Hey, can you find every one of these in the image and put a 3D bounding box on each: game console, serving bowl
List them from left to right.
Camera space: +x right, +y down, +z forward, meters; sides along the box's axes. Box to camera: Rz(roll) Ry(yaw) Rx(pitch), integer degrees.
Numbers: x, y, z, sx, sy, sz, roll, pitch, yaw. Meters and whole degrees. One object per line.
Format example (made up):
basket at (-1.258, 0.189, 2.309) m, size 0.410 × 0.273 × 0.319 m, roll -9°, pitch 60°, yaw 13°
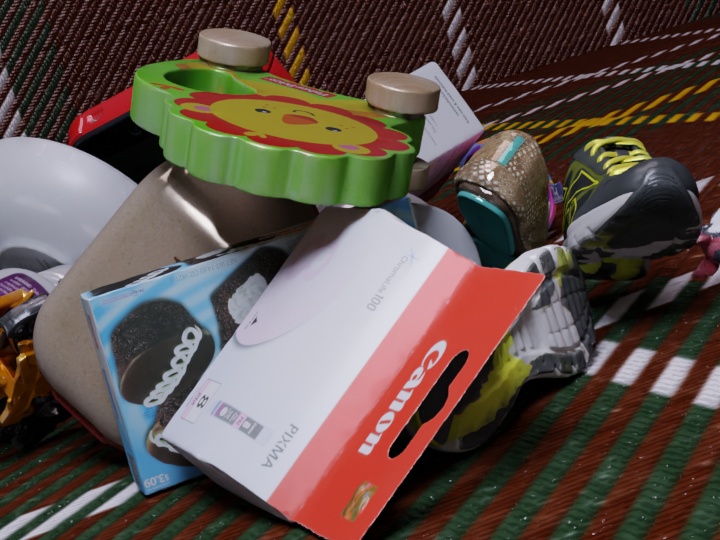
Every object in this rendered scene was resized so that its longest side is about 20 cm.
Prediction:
serving bowl at (-0.244, -0.016, 1.271) m, size 0.199 × 0.200 × 0.066 m, roll -7°, pitch 44°, yaw 40°
game console at (-0.116, -0.086, 1.236) m, size 0.198 × 0.177 × 0.031 m, roll -23°, pitch 40°, yaw 26°

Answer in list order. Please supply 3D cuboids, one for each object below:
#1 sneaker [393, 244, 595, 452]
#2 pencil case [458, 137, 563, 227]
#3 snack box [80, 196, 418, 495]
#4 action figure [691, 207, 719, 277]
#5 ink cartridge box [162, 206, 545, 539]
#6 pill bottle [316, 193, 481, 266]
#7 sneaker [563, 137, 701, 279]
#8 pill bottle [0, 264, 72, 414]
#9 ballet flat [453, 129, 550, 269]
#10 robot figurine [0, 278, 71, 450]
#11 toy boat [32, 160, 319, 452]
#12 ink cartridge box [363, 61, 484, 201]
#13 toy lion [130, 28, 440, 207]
sneaker at (0.060, 0.039, 0.860) m, size 0.084 × 0.075 × 0.199 m, roll -8°, pitch 12°, yaw 38°
pencil case at (0.130, -0.074, 1.386) m, size 0.087 × 0.089 × 0.200 m, roll -15°, pitch 8°, yaw 2°
snack box at (-0.051, 0.040, 0.903) m, size 0.198 × 0.117 × 0.037 m, roll -19°, pitch 10°, yaw -17°
action figure at (0.296, -0.037, 0.959) m, size 0.199 × 0.150 × 0.134 m, roll -31°, pitch -26°, yaw 18°
ink cartridge box at (-0.013, 0.045, 0.787) m, size 0.163 × 0.057 × 0.200 m, roll -54°, pitch 16°, yaw -12°
pill bottle at (0.000, 0.000, 1.063) m, size 0.113 × 0.115 × 0.200 m, roll -18°, pitch 10°, yaw -19°
sneaker at (0.156, -0.047, 0.964) m, size 0.073 × 0.086 × 0.200 m, roll -2°, pitch -10°, yaw -5°
pill bottle at (-0.276, 0.063, 1.148) m, size 0.111 × 0.114 × 0.199 m, roll -8°, pitch 12°, yaw 37°
ballet flat at (0.102, -0.034, 1.025) m, size 0.066 × 0.070 × 0.200 m, roll -56°, pitch -13°, yaw -13°
robot figurine at (-0.185, 0.049, 1.070) m, size 0.199 × 0.146 × 0.058 m, roll -13°, pitch 48°, yaw -43°
toy boat at (-0.104, 0.022, 0.991) m, size 0.200 × 0.130 × 0.131 m, roll -50°, pitch -18°, yaw -2°
ink cartridge box at (-0.005, -0.084, 1.412) m, size 0.199 × 0.083 × 0.146 m, roll -32°, pitch -10°, yaw -28°
toy lion at (-0.053, -0.084, 0.904) m, size 0.198 × 0.069 × 0.191 m, roll 18°, pitch 20°, yaw 24°
